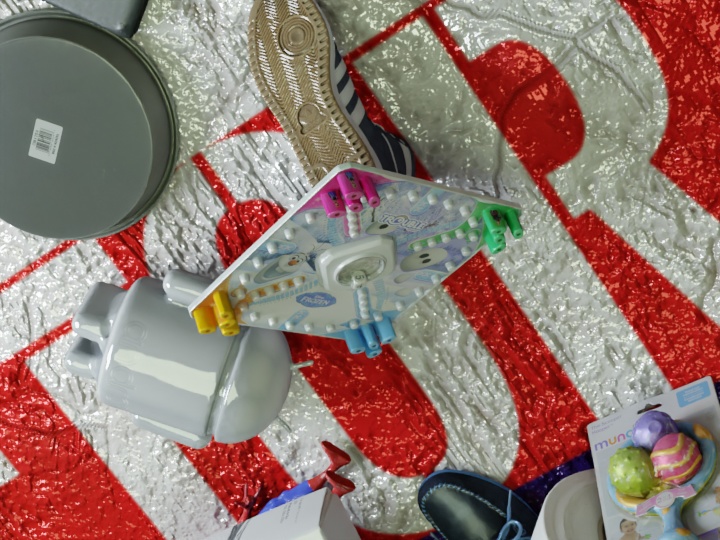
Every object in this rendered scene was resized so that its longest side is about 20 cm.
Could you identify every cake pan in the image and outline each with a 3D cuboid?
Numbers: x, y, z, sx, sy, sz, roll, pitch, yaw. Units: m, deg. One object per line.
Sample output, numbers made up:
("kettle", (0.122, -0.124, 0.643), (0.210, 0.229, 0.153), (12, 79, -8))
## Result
("cake pan", (-0.250, -0.112, 1.287), (0.199, 0.037, 0.201), (3, 113, 7))

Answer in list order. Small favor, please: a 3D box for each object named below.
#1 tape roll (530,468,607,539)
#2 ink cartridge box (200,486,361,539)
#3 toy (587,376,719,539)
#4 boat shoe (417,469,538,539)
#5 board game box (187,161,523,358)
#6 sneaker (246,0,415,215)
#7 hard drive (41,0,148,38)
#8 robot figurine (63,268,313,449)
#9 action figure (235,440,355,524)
("tape roll", (0.234, 0.250, 1.280), (0.202, 0.203, 0.071), (16, 120, 1))
("ink cartridge box", (-0.085, 0.294, 1.332), (0.199, 0.084, 0.146), (-25, 102, 11))
("toy", (0.237, 0.160, 1.242), (0.115, 0.200, 0.047), (-24, 127, 16))
("boat shoe", (0.137, 0.246, 1.366), (0.200, 0.069, 0.084), (33, 113, -6))
("board game box", (0.000, 0.000, 1.216), (0.199, 0.026, 0.200), (11, 139, -43))
("sneaker", (-0.020, -0.129, 1.239), (0.070, 0.108, 0.201), (-26, 77, 20))
("hard drive", (-0.206, -0.296, 1.205), (0.139, 0.033, 0.201), (24, 114, -3))
("robot figurine", (-0.143, 0.076, 1.309), (0.199, 0.113, 0.170), (18, 126, 0))
("action figure", (-0.088, 0.233, 1.397), (0.052, 0.066, 0.200), (31, 114, -30))
